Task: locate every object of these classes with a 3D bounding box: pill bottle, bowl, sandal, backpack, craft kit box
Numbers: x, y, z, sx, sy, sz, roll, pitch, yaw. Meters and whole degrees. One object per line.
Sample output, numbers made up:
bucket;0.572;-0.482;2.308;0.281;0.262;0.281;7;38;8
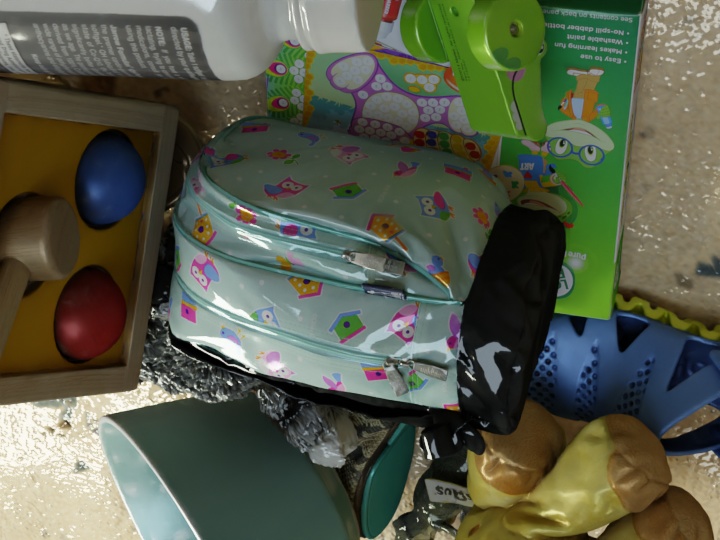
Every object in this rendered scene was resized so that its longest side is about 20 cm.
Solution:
pill bottle;-0.092;-0.142;0.724;0.199;0.111;0.111;3;129;10
bowl;-0.074;0.156;1.020;0.201;0.105;0.201;49;157;28
sandal;0.173;0.069;0.918;0.199;0.087;0.080;4;131;17
backpack;0.000;0.000;0.832;0.199;0.167;0.127;14;111;11
craft kit box;0.048;-0.073;0.872;0.199;0.049;0.198;8;132;12

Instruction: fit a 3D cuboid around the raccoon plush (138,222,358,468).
raccoon plush;-0.113;0.065;0.936;0.134;0.097;0.200;-32;94;24

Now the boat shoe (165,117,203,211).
boat shoe;-0.176;-0.055;0.952;0.199;0.063;0.074;-10;98;21

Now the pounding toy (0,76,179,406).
pounding toy;-0.181;-0.002;0.793;0.142;0.200;0.185;12;96;27

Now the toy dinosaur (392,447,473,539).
toy dinosaur;0.082;0.130;1.020;0.088;0.048;0.201;24;126;4

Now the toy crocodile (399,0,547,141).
toy crocodile;0.048;-0.153;0.756;0.067;0.062;0.201;9;127;56

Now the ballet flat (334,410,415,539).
ballet flat;0.004;0.093;1.002;0.075;0.068;0.200;34;144;14

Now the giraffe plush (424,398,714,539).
giraffe plush;0.083;0.185;0.904;0.199;0.162;0.173;-11;121;42
